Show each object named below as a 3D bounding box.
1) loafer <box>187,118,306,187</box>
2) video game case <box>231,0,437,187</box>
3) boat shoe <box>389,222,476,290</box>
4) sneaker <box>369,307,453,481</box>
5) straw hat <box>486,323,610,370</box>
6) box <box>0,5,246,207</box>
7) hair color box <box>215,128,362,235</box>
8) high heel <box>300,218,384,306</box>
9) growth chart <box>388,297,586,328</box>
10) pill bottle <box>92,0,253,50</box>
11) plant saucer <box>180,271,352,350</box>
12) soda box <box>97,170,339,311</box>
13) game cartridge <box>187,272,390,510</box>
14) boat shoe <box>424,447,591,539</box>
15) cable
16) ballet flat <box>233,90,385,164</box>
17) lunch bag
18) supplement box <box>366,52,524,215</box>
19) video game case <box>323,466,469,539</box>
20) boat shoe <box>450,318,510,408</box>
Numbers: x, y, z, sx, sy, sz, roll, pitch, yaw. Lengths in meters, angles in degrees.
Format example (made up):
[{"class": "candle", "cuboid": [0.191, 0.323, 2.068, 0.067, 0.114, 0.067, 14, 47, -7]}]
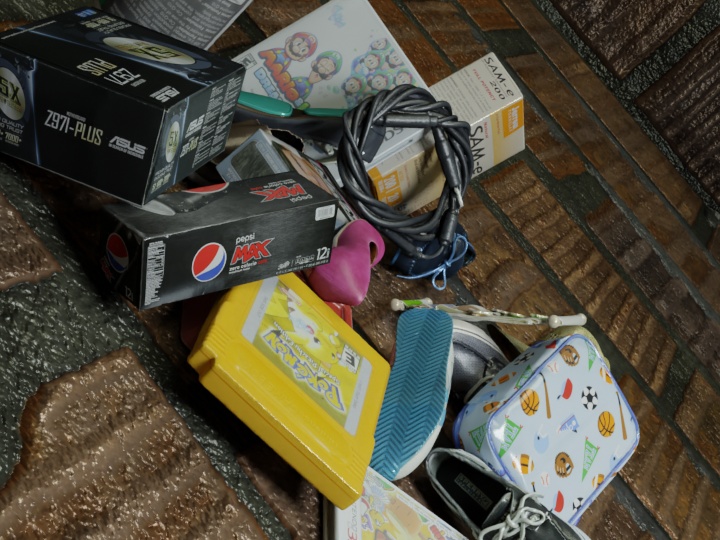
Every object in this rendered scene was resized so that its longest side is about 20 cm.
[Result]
[{"class": "loafer", "cuboid": [-0.124, -0.128, 1.393, 0.073, 0.071, 0.199, 55, 23, 16]}, {"class": "video game case", "cuboid": [-0.029, -0.200, 1.559, 0.201, 0.181, 0.024, 57, -6, 20]}, {"class": "boat shoe", "cuboid": [0.096, -0.027, 1.616, 0.068, 0.085, 0.200, 40, 23, 10]}, {"class": "sneaker", "cuboid": [0.050, 0.127, 1.295, 0.075, 0.082, 0.201, 8, 41, 15]}, {"class": "straw hat", "cuboid": [0.230, 0.107, 1.546, 0.202, 0.085, 0.201, 53, -4, 5]}, {"class": "box", "cuboid": [-0.208, -0.144, 1.167, 0.162, 0.087, 0.200, 22, 22, 8]}, {"class": "hair color box", "cuboid": [-0.060, -0.066, 1.373, 0.100, 0.060, 0.200, 55, 11, 15]}, {"class": "high heel", "cuboid": [0.000, 0.000, 1.317, 0.096, 0.068, 0.200, 41, 9, 18]}, {"class": "growth chart", "cuboid": [0.141, 0.047, 1.504, 0.145, 0.197, 0.018, -2, 97, -75]}, {"class": "pill bottle", "cuboid": [-0.182, -0.254, 1.319, 0.113, 0.200, 0.114, 39, 24, -21]}, {"class": "plant saucer", "cuboid": [-0.072, 0.047, 1.259, 0.199, 0.037, 0.201, 38, 25, -26]}, {"class": "soda box", "cuboid": [-0.116, -0.029, 1.144, 0.198, 0.064, 0.070, -14, 34, -39]}, {"class": "game cartridge", "cuboid": [-0.053, 0.081, 1.154, 0.176, 0.032, 0.201, 43, 23, -13]}, {"class": "boat shoe", "cuboid": [0.136, 0.225, 1.243, 0.199, 0.074, 0.068, 44, 1, 30]}, {"class": "cable", "cuboid": [0.053, -0.115, 1.477, 0.199, 0.165, 0.051, 38, -14, -37]}, {"class": "ballet flat", "cuboid": [-0.072, -0.150, 1.497, 0.197, 0.074, 0.073, 8, 28, 1]}, {"class": "lunch bag", "cuboid": [0.185, 0.170, 1.376, 0.199, 0.075, 0.162, -38, 103, -35]}, {"class": "supplement box", "cuboid": [0.090, -0.149, 1.606, 0.074, 0.198, 0.126, 58, -5, 24]}, {"class": "video game case", "cuboid": [0.047, 0.259, 1.154, 0.199, 0.023, 0.183, 39, 25, -23]}, {"class": "boat shoe", "cuboid": [0.140, 0.132, 1.454, 0.199, 0.075, 0.093, 36, 18, -29]}]
